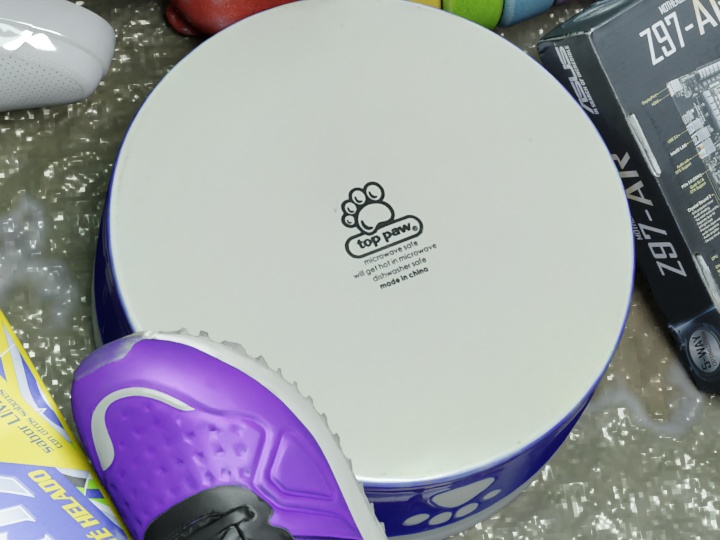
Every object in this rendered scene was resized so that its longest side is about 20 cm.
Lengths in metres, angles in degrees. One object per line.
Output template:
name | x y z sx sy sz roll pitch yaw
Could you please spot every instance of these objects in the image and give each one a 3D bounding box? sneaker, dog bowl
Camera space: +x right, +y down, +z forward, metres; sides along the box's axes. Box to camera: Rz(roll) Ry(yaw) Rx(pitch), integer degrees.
sneaker | -0.195 -0.050 0.898 0.199 0.074 0.116 2 67 1
sneaker | -0.029 0.112 0.791 0.200 0.069 0.100 53 23 -17
dog bowl | 0.000 0.000 0.901 0.199 0.079 0.201 4 66 -8

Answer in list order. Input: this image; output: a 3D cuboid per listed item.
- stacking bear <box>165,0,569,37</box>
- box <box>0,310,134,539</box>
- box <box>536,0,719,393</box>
stacking bear | 0.015 -0.145 0.960 0.199 0.122 0.114 -14 61 -6
box | -0.139 0.063 0.829 0.064 0.070 0.200 -30 89 -21
box | 0.186 -0.068 0.948 0.200 0.044 0.161 -33 104 -21
